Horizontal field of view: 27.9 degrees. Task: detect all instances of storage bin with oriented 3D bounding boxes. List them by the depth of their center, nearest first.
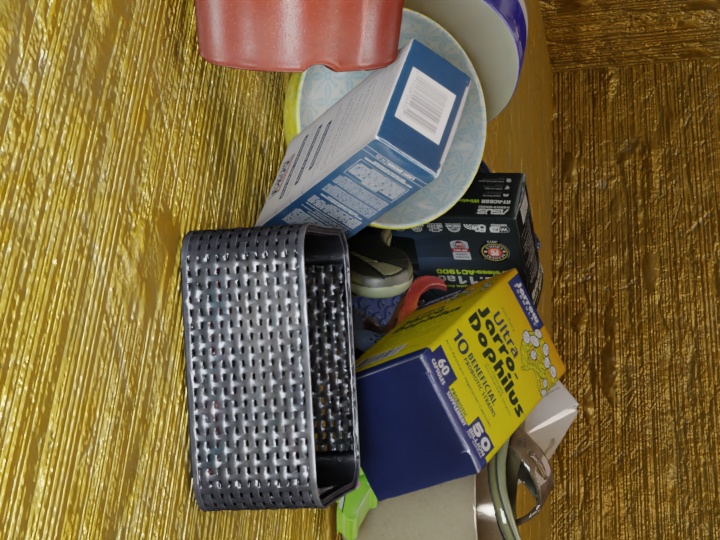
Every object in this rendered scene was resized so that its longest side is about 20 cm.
[{"bbox_3d":[-0.063,0.069,1.060,0.135,0.094,0.201,1,85,-77],"label":"storage bin"}]

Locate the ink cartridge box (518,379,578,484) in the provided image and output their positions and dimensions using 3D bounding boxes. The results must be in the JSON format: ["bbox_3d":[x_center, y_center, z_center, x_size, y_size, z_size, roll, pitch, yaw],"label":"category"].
[{"bbox_3d":[0.128,0.126,1.580,0.200,0.084,0.146,52,-32,25],"label":"ink cartridge box"}]

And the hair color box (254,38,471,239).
[{"bbox_3d":[-0.001,-0.088,1.138,0.060,0.200,0.100,32,58,-18],"label":"hair color box"}]

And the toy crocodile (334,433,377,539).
[{"bbox_3d":[0.007,0.167,1.385,0.200,0.062,0.068,-78,173,-47],"label":"toy crocodile"}]

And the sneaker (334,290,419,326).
[{"bbox_3d":[0.032,0.052,1.458,0.200,0.078,0.070,45,73,-18],"label":"sneaker"}]

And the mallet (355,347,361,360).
[{"bbox_3d":[0.008,0.088,1.504,0.200,0.041,0.066,-59,141,-61],"label":"mallet"}]

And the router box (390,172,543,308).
[{"bbox_3d":[0.074,-0.027,1.447,0.150,0.199,0.062,71,28,-49],"label":"router box"}]

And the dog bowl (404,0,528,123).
[{"bbox_3d":[0.069,-0.234,1.478,0.079,0.200,0.200,-77,159,-47],"label":"dog bowl"}]

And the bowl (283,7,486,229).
[{"bbox_3d":[0.004,-0.135,1.329,0.108,0.200,0.201,-3,-89,60],"label":"bowl"}]

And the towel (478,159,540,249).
[{"bbox_3d":[0.123,-0.015,1.666,0.145,0.024,0.200,56,-44,27],"label":"towel"}]

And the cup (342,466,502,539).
[{"bbox_3d":[0.061,0.243,1.444,0.200,0.143,0.201,-4,90,-76],"label":"cup"}]

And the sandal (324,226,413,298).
[{"bbox_3d":[-0.001,0.000,1.306,0.201,0.080,0.057,-117,-163,-72],"label":"sandal"}]

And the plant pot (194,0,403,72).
[{"bbox_3d":[-0.043,-0.249,1.049,0.201,0.200,0.196,-53,146,-70],"label":"plant pot"}]

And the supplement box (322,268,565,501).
[{"bbox_3d":[0.077,0.094,1.240,0.200,0.109,0.109,-38,103,-55],"label":"supplement box"}]

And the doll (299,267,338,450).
[{"bbox_3d":[-0.051,0.048,1.213,0.137,0.048,0.200,60,29,-52],"label":"doll"}]

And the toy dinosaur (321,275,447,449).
[{"bbox_3d":[0.015,0.089,1.298,0.105,0.200,0.182,54,0,-40],"label":"toy dinosaur"}]

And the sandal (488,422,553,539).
[{"bbox_3d":[0.158,0.184,1.399,0.080,0.057,0.201,66,25,-55],"label":"sandal"}]
